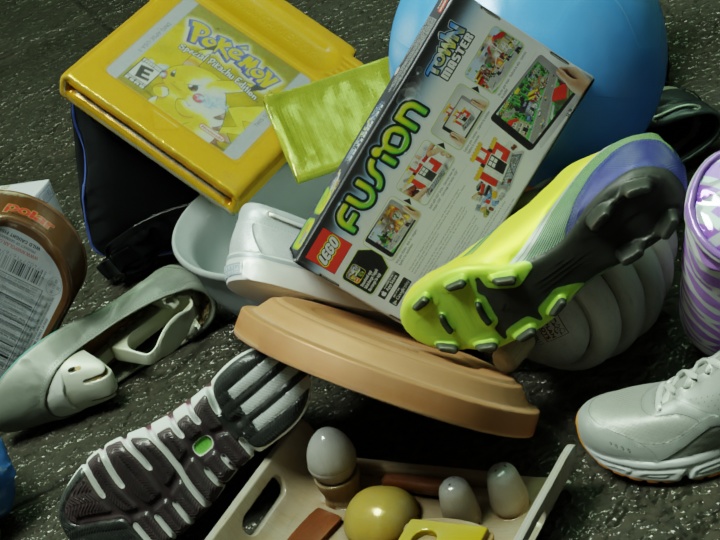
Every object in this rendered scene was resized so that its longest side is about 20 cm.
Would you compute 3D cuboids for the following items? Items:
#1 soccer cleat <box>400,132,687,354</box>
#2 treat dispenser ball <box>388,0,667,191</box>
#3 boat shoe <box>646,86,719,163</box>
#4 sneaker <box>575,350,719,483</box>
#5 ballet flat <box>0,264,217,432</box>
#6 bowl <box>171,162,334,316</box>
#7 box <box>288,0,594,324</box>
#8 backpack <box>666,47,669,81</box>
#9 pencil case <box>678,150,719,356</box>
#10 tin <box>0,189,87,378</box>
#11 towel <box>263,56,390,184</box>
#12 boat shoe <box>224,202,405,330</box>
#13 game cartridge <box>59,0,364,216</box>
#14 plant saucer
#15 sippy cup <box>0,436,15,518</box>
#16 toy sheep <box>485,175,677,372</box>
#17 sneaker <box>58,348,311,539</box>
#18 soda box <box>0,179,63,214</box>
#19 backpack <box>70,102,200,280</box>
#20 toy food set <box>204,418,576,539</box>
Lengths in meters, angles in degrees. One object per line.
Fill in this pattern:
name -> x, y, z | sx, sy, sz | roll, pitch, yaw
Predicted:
soccer cleat -> 0.112, -0.015, 0.922 | 0.199, 0.065, 0.084 | -32, 25, 24
treat dispenser ball -> 0.120, -0.154, 1.084 | 0.199, 0.202, 0.201 | -14, 29, 8
boat shoe -> 0.197, -0.091, 1.186 | 0.199, 0.073, 0.063 | -25, 26, -20
sneaker -> 0.220, 0.064, 0.884 | 0.198, 0.093, 0.076 | -8, 31, 20
ballet flat -> -0.193, 0.064, 1.160 | 0.199, 0.068, 0.063 | -37, 45, -28
bowl -> -0.041, -0.016, 1.177 | 0.199, 0.091, 0.202 | -14, 29, 8
box -> 0.051, -0.068, 0.973 | 0.201, 0.109, 0.035 | -58, 15, 8
backpack -> 0.176, -0.182, 1.290 | 0.126, 0.167, 0.201 | -19, 30, 35
pencil case -> 0.234, -0.004, 0.902 | 0.085, 0.200, 0.085 | 8, 74, 14
tin -> -0.285, 0.025, 1.163 | 0.111, 0.201, 0.042 | 29, 35, -7
towel -> 0.028, -0.134, 1.188 | 0.198, 0.018, 0.087 | -19, 61, -11
boat shoe -> 0.000, 0.000, 1.048 | 0.198, 0.069, 0.072 | 12, -15, -21
game cartridge -> -0.113, -0.158, 1.219 | 0.176, 0.033, 0.200 | 34, 55, 7
plant saucer -> 0.019, 0.056, 0.947 | 0.198, 0.033, 0.200 | 19, 3, -1
sippy cup -> -0.312, 0.149, 1.029 | 0.130, 0.140, 0.178 | -27, 67, -36
toy sheep -> 0.139, 0.003, 1.005 | 0.137, 0.139, 0.200 | 6, 44, 37
sneaker -> -0.105, 0.117, 1.017 | 0.199, 0.076, 0.115 | -34, 0, 12
soda box -> -0.340, -0.003, 1.359 | 0.067, 0.064, 0.200 | -4, 32, 24
backpack -> -0.146, -0.106, 1.311 | 0.188, 0.202, 0.155 | 1, 35, 1
toy food set -> 0.015, 0.145, 0.900 | 0.198, 0.061, 0.144 | 0, 34, 32
